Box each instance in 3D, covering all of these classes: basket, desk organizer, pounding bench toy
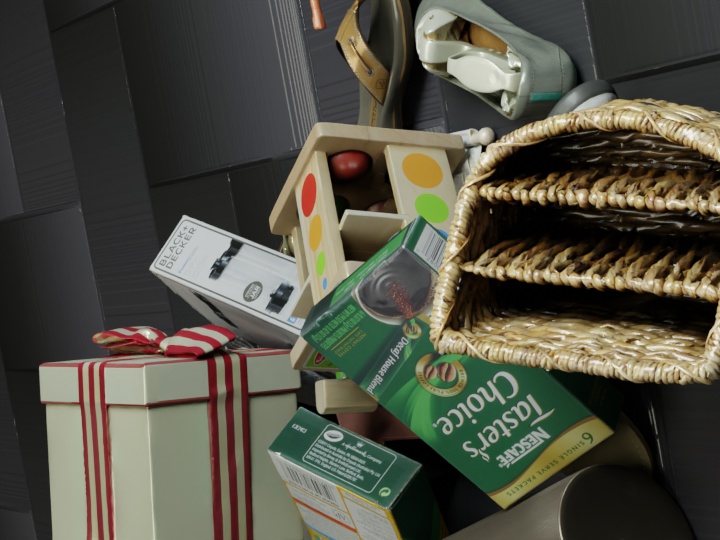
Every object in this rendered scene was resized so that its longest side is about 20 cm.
[{"bbox_3d":[0.141,0.232,1.267,0.181,0.136,0.200,51,139,12],"label":"basket"},{"bbox_3d":[0.060,0.133,1.425,0.200,0.071,0.078,-14,91,60],"label":"desk organizer"},{"bbox_3d":[0.154,-0.025,1.070,0.199,0.149,0.144,7,109,34],"label":"basket"},{"bbox_3d":[0.000,0.000,1.364,0.200,0.123,0.157,121,146,-48],"label":"pounding bench toy"}]

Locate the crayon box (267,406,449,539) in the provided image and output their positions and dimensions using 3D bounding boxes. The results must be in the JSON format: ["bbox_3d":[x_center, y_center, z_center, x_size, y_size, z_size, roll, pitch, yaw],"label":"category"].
[{"bbox_3d":[0.010,0.208,1.443,0.125,0.052,0.201,22,149,32],"label":"crayon box"}]

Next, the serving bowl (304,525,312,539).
[{"bbox_3d":[-0.112,0.203,1.639,0.200,0.066,0.201,34,139,35],"label":"serving bowl"}]

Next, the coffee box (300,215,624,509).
[{"bbox_3d":[0.071,0.067,1.215,0.200,0.044,0.123,42,127,-12],"label":"coffee box"}]

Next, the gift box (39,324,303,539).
[{"bbox_3d":[-0.153,0.140,1.498,0.184,0.199,0.189,-3,91,43],"label":"gift box"}]

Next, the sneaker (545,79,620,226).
[{"bbox_3d":[0.162,-0.024,1.201,0.108,0.067,0.202,52,145,35],"label":"sneaker"}]

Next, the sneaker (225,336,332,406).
[{"bbox_3d":[-0.071,0.109,1.640,0.200,0.075,0.116,35,131,54],"label":"sneaker"}]

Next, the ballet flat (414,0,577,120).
[{"bbox_3d":[0.079,-0.162,1.291,0.200,0.063,0.068,35,129,50],"label":"ballet flat"}]

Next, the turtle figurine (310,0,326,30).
[{"bbox_3d":[-0.019,-0.272,1.320,0.064,0.160,0.202,-41,66,57],"label":"turtle figurine"}]

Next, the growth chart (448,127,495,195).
[{"bbox_3d":[0.077,-0.014,1.394,0.144,0.018,0.202,9,108,58],"label":"growth chart"}]

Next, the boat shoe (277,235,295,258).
[{"bbox_3d":[-0.033,-0.033,1.517,0.200,0.073,0.076,-37,69,58],"label":"boat shoe"}]

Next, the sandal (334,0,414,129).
[{"bbox_3d":[0.005,-0.170,1.410,0.082,0.054,0.201,-115,26,-51],"label":"sandal"}]

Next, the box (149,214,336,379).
[{"bbox_3d":[-0.076,0.028,1.525,0.199,0.117,0.060,20,74,41],"label":"box"}]

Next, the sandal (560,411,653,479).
[{"bbox_3d":[0.127,0.080,1.283,0.210,0.070,0.078,27,128,9],"label":"sandal"}]
